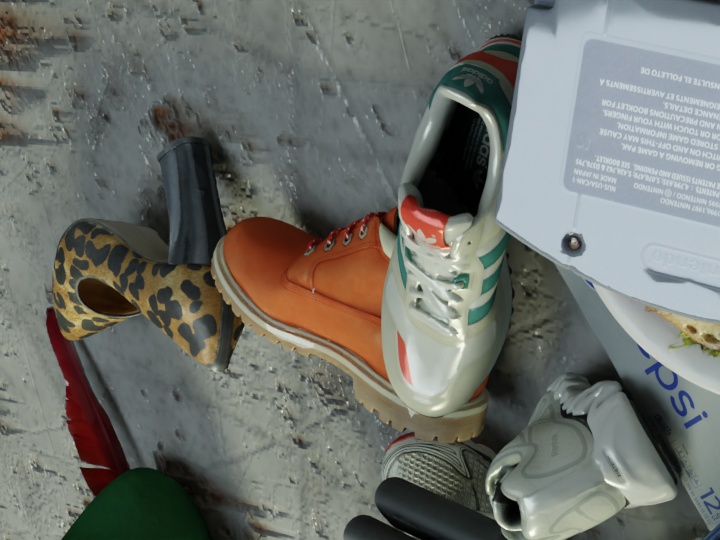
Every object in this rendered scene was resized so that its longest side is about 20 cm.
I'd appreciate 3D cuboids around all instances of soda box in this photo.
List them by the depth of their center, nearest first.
[{"bbox_3d":[0.152,0.014,1.313,0.201,0.068,0.063,61,145,7],"label":"soda box"}]

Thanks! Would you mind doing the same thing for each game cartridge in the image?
[{"bbox_3d":[0.154,-0.045,1.179,0.199,0.041,0.134,15,99,29],"label":"game cartridge"}]

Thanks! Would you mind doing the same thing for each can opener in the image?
[{"bbox_3d":[0.073,0.162,1.404,0.200,0.053,0.067,20,155,52],"label":"can opener"}]

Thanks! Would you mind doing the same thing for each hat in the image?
[{"bbox_3d":[-0.120,0.144,1.798,0.200,0.177,0.165,37,154,-29],"label":"hat"}]

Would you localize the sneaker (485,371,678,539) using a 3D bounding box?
[{"bbox_3d":[0.096,0.098,1.379,0.075,0.081,0.200,59,176,3],"label":"sneaker"}]

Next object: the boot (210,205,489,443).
[{"bbox_3d":[0.000,0.000,1.514,0.200,0.075,0.108,30,123,36],"label":"boot"}]

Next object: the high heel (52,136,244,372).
[{"bbox_3d":[-0.130,0.032,1.655,0.200,0.071,0.143,-47,45,46],"label":"high heel"}]

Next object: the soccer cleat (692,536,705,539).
[{"bbox_3d":[0.157,0.166,1.392,0.086,0.070,0.200,38,140,16],"label":"soccer cleat"}]

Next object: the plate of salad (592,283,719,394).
[{"bbox_3d":[0.175,-0.037,1.218,0.199,0.048,0.201,6,102,28],"label":"plate of salad"}]

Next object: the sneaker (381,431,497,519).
[{"bbox_3d":[0.071,0.174,1.486,0.078,0.082,0.201,-34,80,21],"label":"sneaker"}]

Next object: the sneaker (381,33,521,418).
[{"bbox_3d":[0.038,-0.015,1.378,0.070,0.093,0.201,24,113,21],"label":"sneaker"}]

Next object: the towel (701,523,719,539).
[{"bbox_3d":[0.217,0.126,1.215,0.112,0.049,0.200,43,104,-8],"label":"towel"}]
